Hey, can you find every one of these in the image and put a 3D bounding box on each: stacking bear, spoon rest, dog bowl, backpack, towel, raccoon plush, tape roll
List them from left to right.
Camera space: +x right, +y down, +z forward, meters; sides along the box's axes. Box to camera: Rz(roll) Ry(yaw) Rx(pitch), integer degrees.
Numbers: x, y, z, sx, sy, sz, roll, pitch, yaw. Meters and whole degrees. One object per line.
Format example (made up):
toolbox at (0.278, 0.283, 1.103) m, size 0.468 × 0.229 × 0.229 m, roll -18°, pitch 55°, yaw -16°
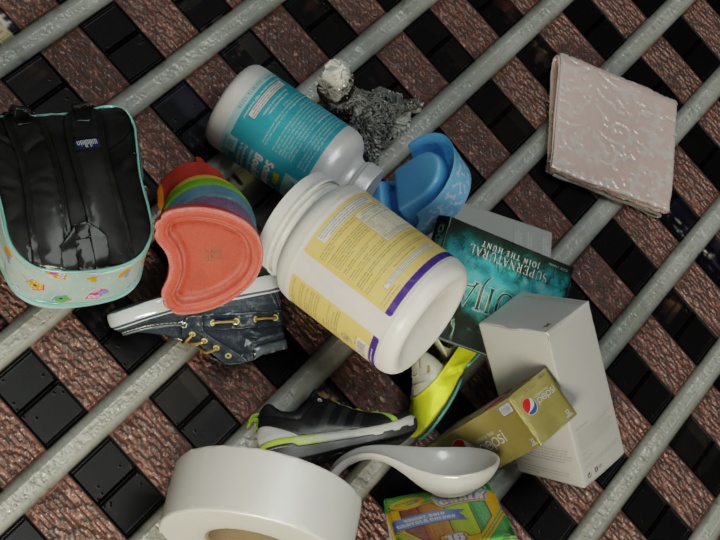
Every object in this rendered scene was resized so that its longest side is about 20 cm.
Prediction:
backpack at (-0.308, -0.056, 1.550) m, size 0.174 × 0.154 × 0.201 m, roll -6°, pitch 56°, yaw -27°
stacking bear at (-0.174, -0.056, 1.614) m, size 0.112 × 0.123 × 0.200 m, roll -8°, pitch 28°, yaw -10°
tape roll at (-0.101, 0.251, 1.506) m, size 0.201 × 0.202 × 0.071 m, roll 22°, pitch 61°, yaw -18°
raccoon plush at (0.019, -0.206, 1.781) m, size 0.096 × 0.201 × 0.134 m, roll 36°, pitch 64°, yaw 12°
dog bowl at (0.046, -0.078, 1.738) m, size 0.049 × 0.199 × 0.112 m, roll 35°, pitch 36°, yaw -37°
spoon rest at (0.053, 0.217, 1.612) m, size 0.197 × 0.099 × 0.061 m, roll -10°, pitch 101°, yaw 4°
towel at (0.345, -0.186, 2.033) m, size 0.198 × 0.032 × 0.193 m, roll 19°, pitch 62°, yaw -19°

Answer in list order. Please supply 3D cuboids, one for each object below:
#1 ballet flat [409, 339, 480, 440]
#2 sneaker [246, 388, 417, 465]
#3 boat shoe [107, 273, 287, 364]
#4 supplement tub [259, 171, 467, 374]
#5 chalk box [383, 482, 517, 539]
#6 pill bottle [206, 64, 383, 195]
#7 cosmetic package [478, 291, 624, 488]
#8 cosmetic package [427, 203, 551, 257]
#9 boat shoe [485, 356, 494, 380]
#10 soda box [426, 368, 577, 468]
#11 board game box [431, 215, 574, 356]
ballet flat at (0.099, 0.106, 1.747) m, size 0.067 × 0.067 × 0.200 m, roll 43°, pitch 65°, yaw -9°
sneaker at (-0.029, 0.167, 1.654) m, size 0.198 × 0.072 × 0.084 m, roll -6°, pitch 67°, yaw -26°
boat shoe at (-0.174, 0.065, 1.625) m, size 0.198 × 0.071 × 0.092 m, roll -12°, pitch 92°, yaw -21°
supplement tub at (0.000, 0.000, 1.600) m, size 0.199 × 0.146 × 0.145 m, roll 37°, pitch 54°, yaw 17°
chalk box at (0.098, 0.310, 1.593) m, size 0.123 × 0.200 × 0.125 m, roll -11°, pitch 105°, yaw -5°
pill bottle at (-0.073, -0.142, 1.718) m, size 0.199 × 0.111 × 0.111 m, roll 34°, pitch 56°, yaw 8°
cosmetic package at (0.219, 0.135, 1.688) m, size 0.084 × 0.107 × 0.202 m, roll -31°, pitch 117°, yaw -35°
cosmetic package at (0.132, -0.015, 1.816) m, size 0.198 × 0.090 × 0.108 m, roll 17°, pitch 61°, yaw -18°
boat shoe at (0.232, 0.145, 1.813) m, size 0.200 × 0.075 × 0.068 m, roll 48°, pitch 26°, yaw 8°
soda box at (0.155, 0.183, 1.671) m, size 0.067 × 0.200 × 0.064 m, roll -33°, pitch 86°, yaw -34°
board game box at (0.153, 0.031, 1.717) m, size 0.199 × 0.028 × 0.137 m, roll 20°, pitch 84°, yaw -33°
